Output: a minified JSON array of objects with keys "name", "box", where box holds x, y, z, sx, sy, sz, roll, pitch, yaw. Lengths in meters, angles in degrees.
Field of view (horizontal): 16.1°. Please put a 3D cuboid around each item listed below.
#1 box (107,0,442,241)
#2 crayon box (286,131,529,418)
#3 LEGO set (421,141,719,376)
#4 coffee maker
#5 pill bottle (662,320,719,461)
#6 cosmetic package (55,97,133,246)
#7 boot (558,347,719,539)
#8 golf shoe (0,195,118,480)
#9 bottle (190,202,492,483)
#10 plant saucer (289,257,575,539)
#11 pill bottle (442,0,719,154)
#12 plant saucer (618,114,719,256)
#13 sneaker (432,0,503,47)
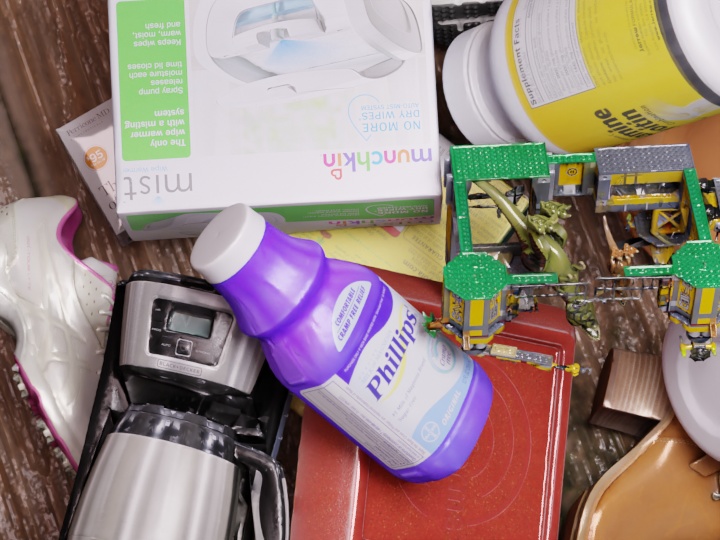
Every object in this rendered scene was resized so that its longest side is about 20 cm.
[{"name":"box","box":[-0.053,-0.114,1.573,0.199,0.097,0.177,-2,80,0]},{"name":"crayon box","box":[0.000,0.000,1.628,0.127,0.051,0.200,38,82,6]},{"name":"LEGO set","box":[0.126,0.006,1.496,0.199,0.116,0.154,-9,48,-8]},{"name":"coffee maker","box":[-0.116,0.113,1.534,0.134,0.192,0.201,18,76,-16]},{"name":"pill bottle","box":[0.291,0.044,1.567,0.200,0.111,0.111,-16,80,-34]},{"name":"cosmetic package","box":[-0.090,-0.103,1.645,0.200,0.051,0.083,-31,81,-5]},{"name":"boot","box":[0.210,0.157,1.599,0.155,0.077,0.201,16,72,-2]},{"name":"golf shoe","box":[-0.183,0.043,1.611,0.091,0.075,0.200,-24,83,-7]},{"name":"bottle","box":[-0.012,0.039,1.460,0.200,0.065,0.084,42,56,-25]},{"name":"plant saucer","box":[0.056,0.105,1.565,0.200,0.037,0.200,13,79,-34]},{"name":"pill bottle","box":[0.148,-0.131,1.507,0.112,0.200,0.112,15,68,-42]},{"name":"plant saucer","box":[0.255,-0.073,1.591,0.199,0.037,0.201,-4,117,-7]},{"name":"sneaker","box":[0.128,-0.196,1.659,0.199,0.074,0.080,-11,68,-7]}]
